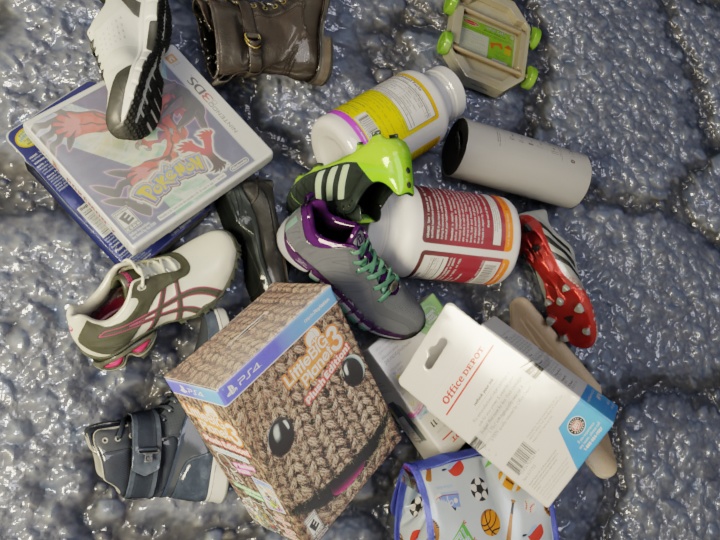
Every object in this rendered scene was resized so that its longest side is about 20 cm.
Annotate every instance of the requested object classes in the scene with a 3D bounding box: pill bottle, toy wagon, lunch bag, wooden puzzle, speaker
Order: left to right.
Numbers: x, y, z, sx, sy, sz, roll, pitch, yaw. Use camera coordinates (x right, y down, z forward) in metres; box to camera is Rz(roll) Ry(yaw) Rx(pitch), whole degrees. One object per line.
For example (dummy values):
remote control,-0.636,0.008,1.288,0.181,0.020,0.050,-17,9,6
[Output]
pill bottle,0.041,-0.186,0.864,0.199,0.104,0.105,-34,90,-25
pill bottle,0.088,-0.046,0.841,0.197,0.113,0.115,5,75,-20
lunch bag,0.126,0.299,0.759,0.168,0.124,0.204,-5,94,-23
toy wagon,0.192,-0.356,1.000,0.153,0.040,0.203,16,71,-17
speaker,0.213,-0.146,0.933,0.197,0.081,0.083,11,73,-18
wooden puzzle,0.239,0.142,0.850,0.186,0.046,0.200,49,24,-4

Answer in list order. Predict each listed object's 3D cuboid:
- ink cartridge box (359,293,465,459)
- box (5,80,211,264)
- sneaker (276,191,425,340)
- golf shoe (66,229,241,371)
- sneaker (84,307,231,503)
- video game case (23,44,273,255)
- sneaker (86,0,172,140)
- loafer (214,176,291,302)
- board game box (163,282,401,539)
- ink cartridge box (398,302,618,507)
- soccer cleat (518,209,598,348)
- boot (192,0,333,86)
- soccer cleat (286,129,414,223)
ink cartridge box,0.095,0.145,0.821,0.117,0.067,0.201,-37,92,-24
box,-0.278,-0.103,0.759,0.200,0.032,0.121,48,65,-3
sneaker,0.000,0.000,0.743,0.199,0.088,0.075,36,54,-7
golf shoe,-0.208,0.018,0.708,0.077,0.089,0.200,36,67,28
sneaker,-0.205,0.134,0.703,0.144,0.077,0.206,7,75,-22
video game case,-0.226,-0.140,0.747,0.182,0.023,0.200,46,61,6
sneaker,-0.254,-0.223,0.732,0.079,0.074,0.203,0,61,-3
loafer,-0.102,-0.018,0.786,0.071,0.073,0.203,-18,84,-27
board game box,-0.070,0.140,0.690,0.159,0.096,0.202,-43,119,-35
ink cartridge box,0.153,0.132,0.721,0.199,0.068,0.117,38,109,18
soccer cleat,0.271,0.008,0.924,0.085,0.068,0.202,-27,86,-43
boot,-0.121,-0.319,0.834,0.172,0.069,0.203,-3,79,-36
soccer cleat,-0.018,-0.085,0.766,0.067,0.199,0.082,-2,77,-42
